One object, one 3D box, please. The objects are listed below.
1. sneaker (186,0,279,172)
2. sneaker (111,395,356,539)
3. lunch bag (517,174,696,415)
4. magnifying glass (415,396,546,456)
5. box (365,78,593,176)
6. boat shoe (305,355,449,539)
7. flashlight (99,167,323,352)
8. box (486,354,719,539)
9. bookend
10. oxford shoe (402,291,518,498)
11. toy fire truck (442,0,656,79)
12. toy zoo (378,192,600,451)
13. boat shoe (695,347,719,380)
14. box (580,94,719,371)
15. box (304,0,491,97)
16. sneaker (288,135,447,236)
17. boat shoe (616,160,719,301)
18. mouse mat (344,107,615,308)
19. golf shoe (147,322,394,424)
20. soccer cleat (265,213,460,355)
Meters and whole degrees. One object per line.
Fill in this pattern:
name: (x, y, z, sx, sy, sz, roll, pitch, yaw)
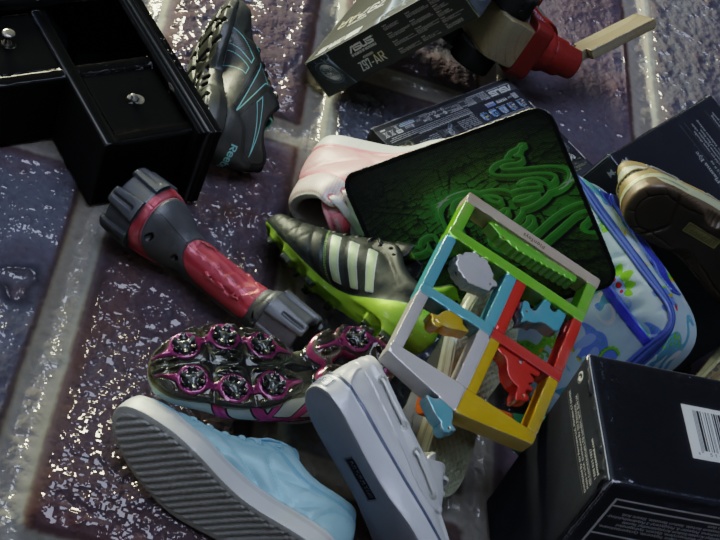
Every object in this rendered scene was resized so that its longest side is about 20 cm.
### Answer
sneaker: (-0.119, -0.170, 1.349, 0.079, 0.075, 0.200, 23, 50, -23)
sneaker: (-0.090, 0.152, 1.069, 0.200, 0.074, 0.082, 39, 38, -1)
lunch bag: (0.180, 0.021, 1.234, 0.082, 0.161, 0.200, 20, 35, -54)
magnifying glass: (0.129, 0.128, 1.132, 0.200, 0.080, 0.022, 21, 53, -30)
box: (0.122, -0.098, 1.399, 0.200, 0.049, 0.161, -25, 62, -39)
boat shoe: (0.034, 0.157, 1.067, 0.065, 0.074, 0.200, -31, 101, -30)
flashlight: (-0.121, -0.003, 1.184, 0.200, 0.068, 0.068, 38, 29, 14)
box: (0.224, 0.182, 1.089, 0.200, 0.198, 0.123, 12, 44, -15)
bookend: (-0.257, -0.144, 1.234, 0.200, 0.092, 0.199, -13, 57, -32)
oxford shoe: (0.073, 0.089, 1.160, 0.075, 0.058, 0.200, 38, 65, -34)
toy fire truck: (0.189, -0.269, 1.528, 0.200, 0.129, 0.176, 21, 27, -31)
toy zoo: (0.097, 0.048, 1.103, 0.131, 0.020, 0.200, 33, 55, -7)
boat shoe: (0.325, 0.117, 1.273, 0.200, 0.073, 0.063, -27, 21, -31)
box: (0.311, -0.036, 1.363, 0.182, 0.104, 0.200, -28, 80, -41)
box: (0.056, -0.261, 1.414, 0.044, 0.200, 0.160, 52, 42, -18)
sneaker: (0.028, -0.062, 1.270, 0.200, 0.075, 0.105, 8, 44, 28)
boat shoe: (0.299, -0.036, 1.244, 0.200, 0.072, 0.076, 36, 23, -26)
mouse mat: (0.096, -0.034, 1.197, 0.161, 0.200, 0.008, 66, 29, -12)
golf shoe: (-0.073, 0.091, 1.108, 0.200, 0.092, 0.073, 3, 54, -28)
soccer cleat: (0.000, 0.000, 1.211, 0.081, 0.068, 0.200, -44, 54, -13)
